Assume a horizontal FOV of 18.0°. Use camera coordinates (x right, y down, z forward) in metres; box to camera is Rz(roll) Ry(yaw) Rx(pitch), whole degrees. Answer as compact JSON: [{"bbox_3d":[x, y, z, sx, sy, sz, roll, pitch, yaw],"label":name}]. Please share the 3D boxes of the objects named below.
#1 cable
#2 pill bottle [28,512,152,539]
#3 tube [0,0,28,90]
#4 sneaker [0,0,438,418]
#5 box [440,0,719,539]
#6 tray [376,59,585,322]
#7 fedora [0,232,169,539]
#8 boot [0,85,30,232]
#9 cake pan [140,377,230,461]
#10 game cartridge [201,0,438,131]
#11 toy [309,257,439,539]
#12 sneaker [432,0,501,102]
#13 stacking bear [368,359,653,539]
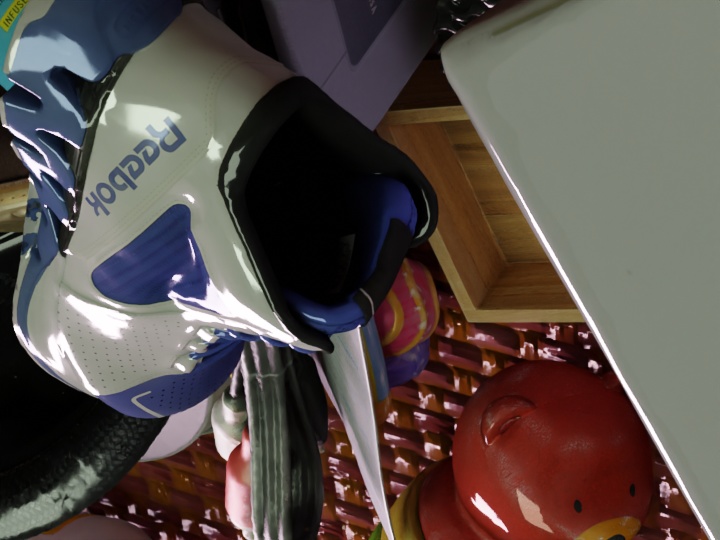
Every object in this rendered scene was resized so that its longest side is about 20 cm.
[{"bbox_3d":[-0.045,0.041,0.855,0.050,0.097,0.200,-2,149,9],"label":"cable"},{"bbox_3d":[-0.164,0.168,1.119,0.200,0.104,0.104,5,132,33],"label":"pill bottle"},{"bbox_3d":[-0.139,-0.119,0.776,0.200,0.077,0.050,44,164,29],"label":"tube"},{"bbox_3d":[-0.041,-0.003,0.685,0.115,0.081,0.199,31,152,19],"label":"sneaker"},{"bbox_3d":[0.171,-0.033,0.578,0.200,0.171,0.199,-23,101,38],"label":"box"},{"bbox_3d":[0.109,-0.030,0.779,0.200,0.037,0.099,0,130,37],"label":"tray"},{"bbox_3d":[-0.132,0.028,0.888,0.201,0.201,0.092,9,169,28],"label":"fedora"},{"bbox_3d":[-0.142,-0.096,0.817,0.200,0.072,0.166,-6,88,33],"label":"boot"},{"bbox_3d":[-0.132,0.009,0.989,0.200,0.037,0.200,20,139,18],"label":"cake pan"},{"bbox_3d":[-0.008,-0.137,0.671,0.042,0.133,0.200,15,146,24],"label":"game cartridge"},{"bbox_3d":[0.000,0.000,0.853,0.047,0.115,0.200,-20,139,-5],"label":"toy"},{"bbox_3d":[0.059,-0.121,0.683,0.070,0.093,0.200,12,147,31],"label":"sneaker"},{"bbox_3d":[0.057,0.121,0.915,0.114,0.121,0.200,60,143,39],"label":"stacking bear"}]
